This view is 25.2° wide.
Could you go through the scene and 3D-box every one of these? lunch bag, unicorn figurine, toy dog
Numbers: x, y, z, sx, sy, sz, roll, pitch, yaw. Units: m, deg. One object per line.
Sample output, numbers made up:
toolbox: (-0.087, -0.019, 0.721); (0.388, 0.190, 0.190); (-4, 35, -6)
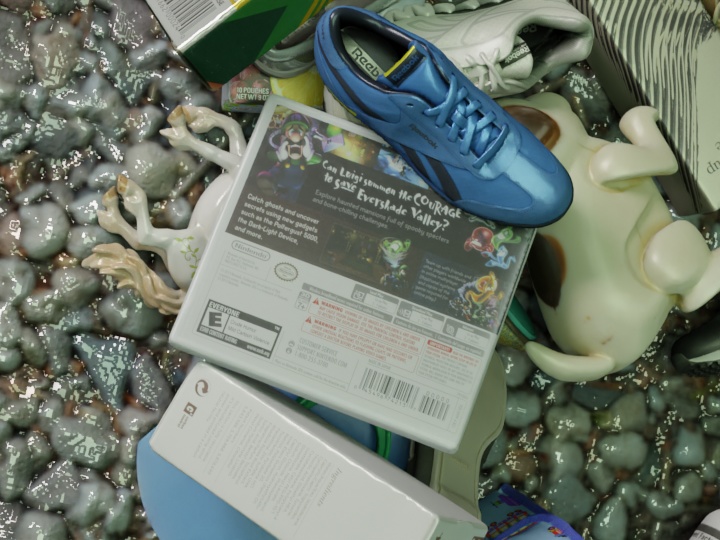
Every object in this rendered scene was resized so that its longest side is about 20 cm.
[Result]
lunch bag: (0.085, 0.234, 1.098); (0.150, 0.200, 0.094); (-29, 95, -10)
unicorn figurine: (-0.093, -0.052, 1.136); (0.137, 0.074, 0.200); (40, 103, -5)
toy dog: (0.147, -0.036, 1.145); (0.194, 0.140, 0.200); (-40, 91, -16)

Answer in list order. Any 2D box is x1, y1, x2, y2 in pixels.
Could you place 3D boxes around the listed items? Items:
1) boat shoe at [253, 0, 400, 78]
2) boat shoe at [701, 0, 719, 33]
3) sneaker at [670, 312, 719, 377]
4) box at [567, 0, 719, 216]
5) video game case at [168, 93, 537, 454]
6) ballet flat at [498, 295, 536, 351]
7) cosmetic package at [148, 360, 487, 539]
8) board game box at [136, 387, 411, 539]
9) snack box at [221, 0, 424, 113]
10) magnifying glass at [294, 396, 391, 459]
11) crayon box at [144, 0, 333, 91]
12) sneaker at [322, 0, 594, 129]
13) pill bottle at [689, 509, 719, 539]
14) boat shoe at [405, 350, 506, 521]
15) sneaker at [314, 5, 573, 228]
boat shoe: (0.004, -0.210, 1.099); (0.202, 0.065, 0.075); (-41, 98, -7)
boat shoe: (0.293, -0.159, 1.207); (0.063, 0.073, 0.201); (-39, 104, -13)
sneaker: (0.312, 0.012, 1.218); (0.199, 0.070, 0.091); (-21, 79, -10)
box: (0.228, -0.145, 1.194); (0.082, 0.068, 0.201); (-35, 95, -11)
video game case: (0.000, 0.000, 1.054); (0.199, 0.023, 0.183); (20, 76, 3)
ballet flat: (0.051, -0.016, 1.168); (0.071, 0.071, 0.201); (-35, 97, -9)
cosmetic package: (-0.027, 0.141, 1.041); (0.199, 0.102, 0.074); (32, 92, 27)
board game box: (-0.059, 0.134, 1.156); (0.200, 0.039, 0.158); (-41, 101, -2)
snack box: (-0.026, -0.213, 1.154); (0.141, 0.053, 0.202); (2, 90, -12)
magnifying glass: (0.005, 0.070, 1.128); (0.079, 0.022, 0.201); (25, 94, -10)
crayon box: (-0.054, -0.225, 1.060); (0.200, 0.051, 0.127); (-37, 52, 3)
sneaker: (0.068, -0.145, 1.102); (0.199, 0.081, 0.076); (-24, 125, -15)
pill bottle: (0.277, 0.248, 1.178); (0.116, 0.116, 0.200); (38, 83, -8)
boat shoe: (0.057, 0.131, 1.138); (0.067, 0.057, 0.201); (37, 43, -24)
sneaker: (0.051, -0.098, 1.028); (0.200, 0.078, 0.066); (38, 81, 6)
